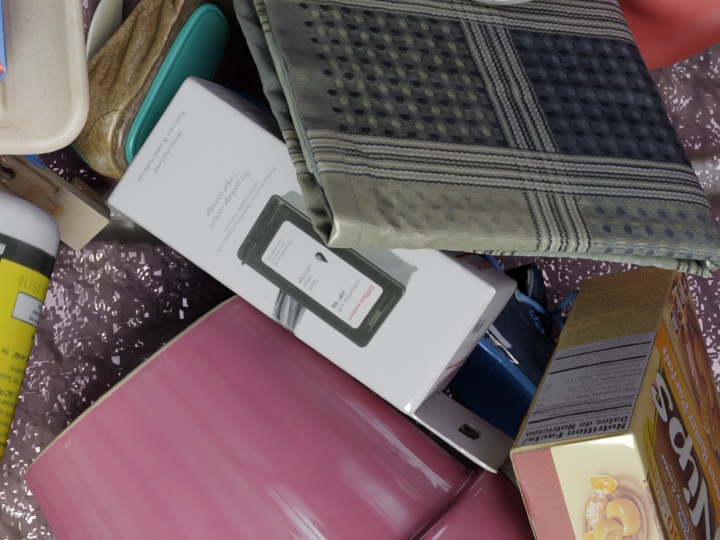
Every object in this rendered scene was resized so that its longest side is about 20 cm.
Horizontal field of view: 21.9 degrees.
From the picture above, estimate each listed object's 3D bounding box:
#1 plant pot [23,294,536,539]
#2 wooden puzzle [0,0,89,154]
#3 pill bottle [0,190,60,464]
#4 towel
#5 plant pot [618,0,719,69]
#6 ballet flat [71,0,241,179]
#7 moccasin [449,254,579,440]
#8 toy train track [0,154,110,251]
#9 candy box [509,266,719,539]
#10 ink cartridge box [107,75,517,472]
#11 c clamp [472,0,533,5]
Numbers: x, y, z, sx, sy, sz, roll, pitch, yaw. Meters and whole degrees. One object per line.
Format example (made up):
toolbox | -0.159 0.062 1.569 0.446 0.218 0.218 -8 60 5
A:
plant pot | -0.041 0.116 0.813 0.200 0.200 0.179 -39 87 -21
wooden puzzle | -0.203 -0.135 0.678 0.200 0.046 0.185 -2 79 -19
pill bottle | -0.202 0.060 0.774 0.112 0.112 0.200 17 81 -23
towel | 0.047 -0.074 0.814 0.200 0.035 0.193 4 48 -25
plant pot | 0.172 -0.211 0.925 0.200 0.177 0.201 2 86 -23
ballet flat | -0.078 -0.133 0.869 0.200 0.072 0.068 -59 151 -12
moccasin | 0.068 0.018 0.918 0.068 0.080 0.200 -46 106 -24
toy train track | -0.194 -0.078 0.824 0.200 0.033 0.115 38 113 -27
candy box | 0.122 0.085 0.826 0.055 0.200 0.116 -13 106 19
ink cartridge box | 0.000 0.000 0.821 0.200 0.116 0.068 35 97 7
c clamp | 0.082 -0.208 0.815 0.200 0.027 0.171 -13 90 10
